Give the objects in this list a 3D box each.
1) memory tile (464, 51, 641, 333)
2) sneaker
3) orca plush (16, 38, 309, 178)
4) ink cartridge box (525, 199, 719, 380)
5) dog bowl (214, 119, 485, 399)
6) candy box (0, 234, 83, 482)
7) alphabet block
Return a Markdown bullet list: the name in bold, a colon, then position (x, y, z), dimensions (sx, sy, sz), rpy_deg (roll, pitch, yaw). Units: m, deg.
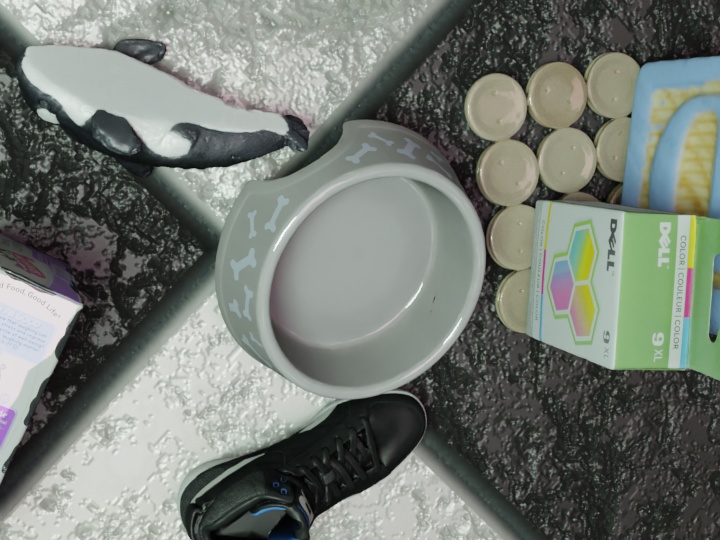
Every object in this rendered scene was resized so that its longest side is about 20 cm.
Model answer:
- **memory tile**: position (0.162, -0.060, 0.931), dimensions (0.151, 0.017, 0.203), rpy_deg (-13, 100, -13)
- **sneaker**: position (-0.029, 0.154, 0.858), dimensions (0.198, 0.112, 0.074), rpy_deg (-23, 104, -11)
- **orca plush**: position (-0.139, -0.099, 0.833), dimensions (0.197, 0.071, 0.106), rpy_deg (0, 53, -25)
- **ink cartridge box**: position (0.181, 0.009, 0.832), dimensions (0.058, 0.200, 0.106), rpy_deg (1, 96, -15)
- **dog bowl**: position (0.000, 0.000, 0.843), dimensions (0.197, 0.059, 0.203), rpy_deg (-11, 118, -21)
- **candy box**: position (-0.249, 0.084, 0.758), dimensions (0.071, 0.168, 0.202), rpy_deg (25, 91, -17)
- **alphabet block**: position (0.322, -0.048, 0.874), dimensions (0.197, 0.196, 0.199), rpy_deg (5, 96, -21)
